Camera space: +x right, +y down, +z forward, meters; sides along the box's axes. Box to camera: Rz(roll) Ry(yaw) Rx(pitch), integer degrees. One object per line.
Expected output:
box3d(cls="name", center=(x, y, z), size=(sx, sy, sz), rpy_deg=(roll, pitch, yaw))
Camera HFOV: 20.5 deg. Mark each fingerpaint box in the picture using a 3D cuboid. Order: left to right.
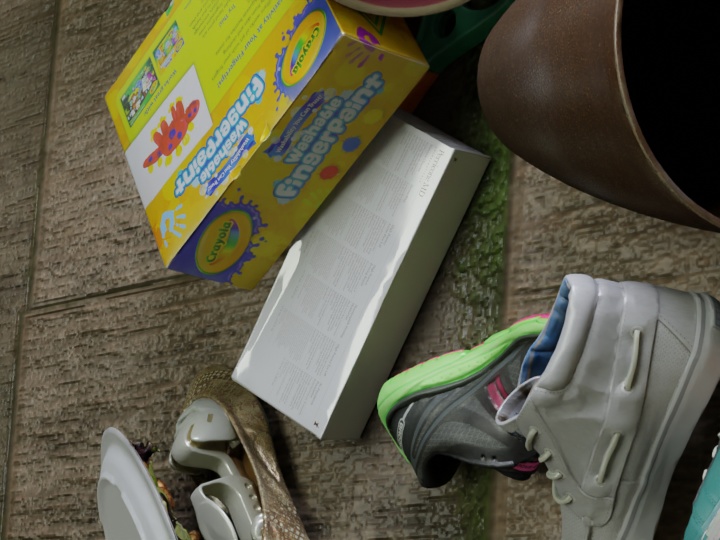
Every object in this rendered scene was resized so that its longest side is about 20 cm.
box3d(cls="fingerpaint box", center=(-0.064, -0.117, 1.248), size=(0.200, 0.073, 0.167), rpy_deg=(-51, 43, 28))

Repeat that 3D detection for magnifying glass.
box3d(cls="magnifying glass", center=(0.052, -0.149, 1.263), size=(0.200, 0.022, 0.080), rpy_deg=(-56, 45, 21))

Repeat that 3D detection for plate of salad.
box3d(cls="plate of salad", center=(-0.126, 0.195, 1.297), size=(0.200, 0.048, 0.200), rpy_deg=(163, 90, -72))

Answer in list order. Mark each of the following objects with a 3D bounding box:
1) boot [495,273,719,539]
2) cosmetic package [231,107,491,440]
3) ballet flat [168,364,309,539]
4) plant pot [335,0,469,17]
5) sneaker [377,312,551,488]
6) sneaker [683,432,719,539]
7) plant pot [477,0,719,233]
box3d(cls="boot", center=(0.114, 0.090, 1.039), size=(0.074, 0.096, 0.200), rpy_deg=(-96, 21, -64))
box3d(cls="cosmetic package", center=(0.000, 0.000, 1.245), size=(0.083, 0.051, 0.200), rpy_deg=(33, 104, 33))
box3d(cls="ballet flat", center=(-0.086, 0.134, 1.298), size=(0.071, 0.065, 0.200), rpy_deg=(-52, 46, 24))
box3d(cls="plant pot", center=(0.024, -0.255, 1.162), size=(0.200, 0.200, 0.179), rpy_deg=(-32, 42, 38))
box3d(cls="sneaker", center=(0.098, 0.072, 1.124), size=(0.200, 0.077, 0.084), rpy_deg=(-27, 78, 43))
box3d(cls="sneaker", center=(0.214, 0.066, 0.994), size=(0.200, 0.071, 0.080), rpy_deg=(-59, 38, 11))
box3d(cls="plant pot", center=(0.153, -0.106, 1.044), size=(0.200, 0.187, 0.187), rpy_deg=(-2, 77, 62))
